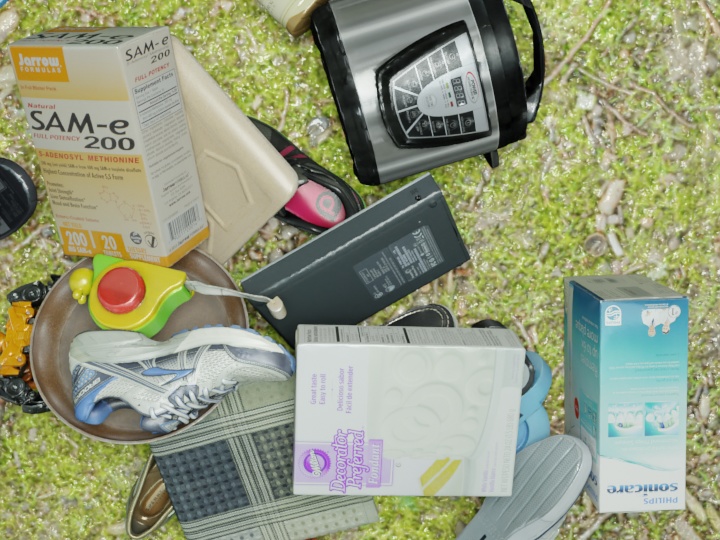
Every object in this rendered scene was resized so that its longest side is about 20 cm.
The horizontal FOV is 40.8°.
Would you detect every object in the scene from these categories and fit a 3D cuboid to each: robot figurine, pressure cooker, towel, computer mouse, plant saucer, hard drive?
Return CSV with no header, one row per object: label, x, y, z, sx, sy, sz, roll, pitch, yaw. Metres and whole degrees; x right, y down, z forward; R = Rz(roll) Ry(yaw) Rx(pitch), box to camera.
robot figurine,-0.259,0.074,0.940,0.199,0.058,0.146,0,62,2
pressure cooker,0.068,-0.184,0.876,0.199,0.176,0.179,-16,72,0
towel,-0.093,0.185,0.937,0.199,0.035,0.193,-14,111,4
computer mouse,-0.412,-0.066,0.944,0.200,0.046,0.141,-37,102,15
plant saucer,-0.201,0.066,0.893,0.199,0.032,0.201,0,64,1
hard drive,0.000,0.000,0.922,0.200,0.140,0.033,-30,59,2

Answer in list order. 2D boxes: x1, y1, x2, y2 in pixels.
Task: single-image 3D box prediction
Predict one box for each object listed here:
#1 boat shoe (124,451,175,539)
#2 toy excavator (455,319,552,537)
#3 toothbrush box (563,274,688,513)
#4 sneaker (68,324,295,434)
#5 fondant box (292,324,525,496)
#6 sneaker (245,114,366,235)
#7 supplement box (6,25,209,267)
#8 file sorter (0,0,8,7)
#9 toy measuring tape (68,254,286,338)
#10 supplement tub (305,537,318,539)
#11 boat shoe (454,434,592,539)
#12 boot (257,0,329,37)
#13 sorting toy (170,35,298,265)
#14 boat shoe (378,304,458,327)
boat shoe,-0.172,0.181,0.973,0.073,0.063,0.201,28,96,-4
toy excavator,0.136,0.183,0.974,0.194,0.100,0.200,-42,106,5
toothbrush box,0.252,0.113,0.935,0.085,0.146,0.201,-3,99,-1
sneaker,-0.152,0.100,0.823,0.199,0.077,0.086,-4,64,10
fondant box,0.040,0.126,0.868,0.199,0.058,0.145,2,106,-3
sneaker,-0.080,-0.093,0.928,0.199,0.084,0.077,26,96,-5
supplement box,-0.220,-0.111,0.858,0.126,0.074,0.201,6,119,26
file sorter,-0.367,-0.360,0.864,0.139,0.123,0.200,-40,97,3
toy measuring tape,-0.168,0.037,0.849,0.199,0.074,0.074,13,98,11
supplement tub,-0.027,0.377,0.975,0.122,0.123,0.200,-33,97,3
boat shoe,0.158,0.236,0.935,0.067,0.074,0.200,22,118,-40
boot,-0.053,-0.338,0.902,0.155,0.073,0.200,40,85,3
sorting toy,-0.170,-0.095,0.910,0.185,0.036,0.200,48,128,-3
boat shoe,0.006,0.094,0.959,0.200,0.060,0.074,-30,64,5
